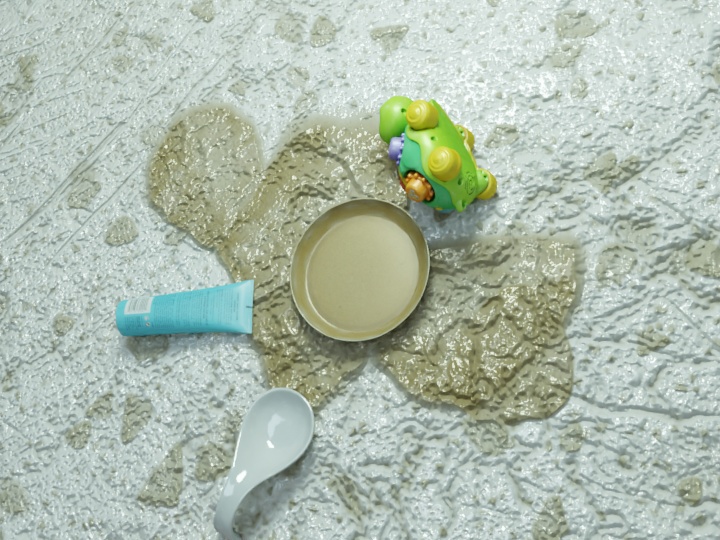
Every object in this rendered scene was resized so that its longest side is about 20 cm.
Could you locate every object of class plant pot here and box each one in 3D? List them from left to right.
[{"bbox_3d":[0.000,0.000,1.031,0.196,0.028,0.204,-6,69,16],"label":"plant pot"}]

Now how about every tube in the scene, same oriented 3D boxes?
[{"bbox_3d":[-0.247,0.059,1.077,0.195,0.050,0.079,-6,73,10],"label":"tube"}]

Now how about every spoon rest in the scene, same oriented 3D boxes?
[{"bbox_3d":[-0.128,0.245,0.963,0.098,0.061,0.203,23,79,23],"label":"spoon rest"}]

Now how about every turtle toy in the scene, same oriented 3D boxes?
[{"bbox_3d":[0.090,-0.157,1.011,0.100,0.145,0.203,-35,62,25],"label":"turtle toy"}]
